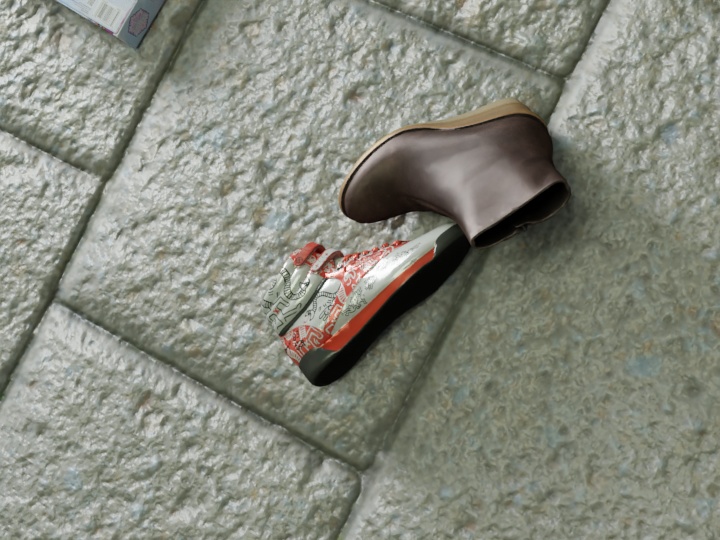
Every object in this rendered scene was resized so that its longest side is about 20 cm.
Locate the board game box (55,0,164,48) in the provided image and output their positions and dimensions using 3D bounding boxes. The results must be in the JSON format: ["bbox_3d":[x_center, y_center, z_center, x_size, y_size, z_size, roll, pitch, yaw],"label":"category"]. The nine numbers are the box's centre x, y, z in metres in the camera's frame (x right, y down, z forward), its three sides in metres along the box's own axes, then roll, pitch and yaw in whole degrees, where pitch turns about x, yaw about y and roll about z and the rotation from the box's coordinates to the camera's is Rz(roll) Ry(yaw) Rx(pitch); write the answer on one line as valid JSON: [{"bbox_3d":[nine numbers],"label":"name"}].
[{"bbox_3d":[-0.254,-0.356,1.944,0.200,0.041,0.200,33,92,28],"label":"board game box"}]

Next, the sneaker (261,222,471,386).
[{"bbox_3d":[-0.001,0.000,1.722,0.201,0.067,0.108,-44,66,12],"label":"sneaker"}]

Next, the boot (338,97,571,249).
[{"bbox_3d":[0.077,-0.069,1.664,0.200,0.072,0.166,-28,32,9],"label":"boot"}]
